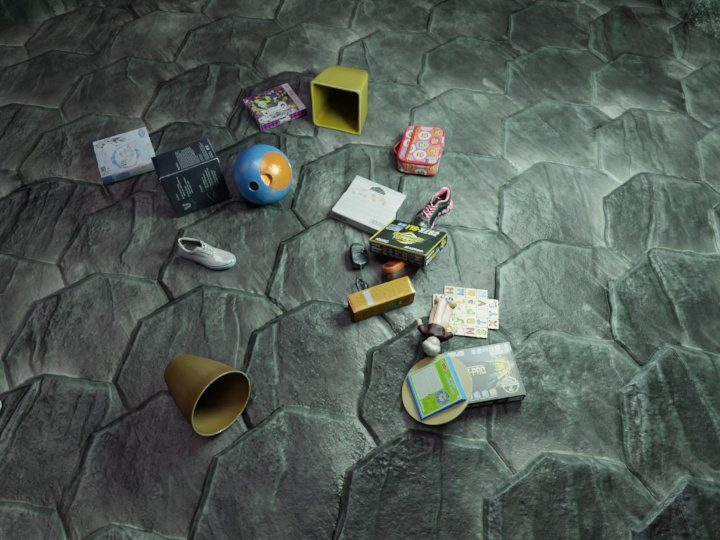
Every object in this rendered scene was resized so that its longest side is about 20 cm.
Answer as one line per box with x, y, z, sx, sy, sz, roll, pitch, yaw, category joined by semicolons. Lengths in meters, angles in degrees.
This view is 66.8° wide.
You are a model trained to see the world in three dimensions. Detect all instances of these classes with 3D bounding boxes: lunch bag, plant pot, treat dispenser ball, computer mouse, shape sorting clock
0.210;-0.440;1.992;0.176;0.082;0.200;9;56;12;lunch bag
-0.432;0.309;1.469;0.200;0.187;0.186;26;60;33;plant pot
-0.331;-0.324;1.850;0.200;0.201;0.201;-1;57;1;treat dispenser ball
-0.059;-0.672;2.084;0.195;0.194;0.200;16;54;11;plant pot
0.000;0.000;1.739;0.059;0.034;0.200;1;61;-18;computer mouse
0.208;0.322;1.484;0.200;0.039;0.200;-19;50;24;shape sorting clock

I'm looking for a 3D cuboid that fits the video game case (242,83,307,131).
-0.339;-0.648;2.159;0.200;0.036;0.181;-25;59;-14;video game case

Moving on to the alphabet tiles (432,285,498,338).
0.318;0.124;1.661;0.200;0.006;0.167;6;58;5;alphabet tiles

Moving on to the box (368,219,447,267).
0.152;-0.090;1.726;0.200;0.049;0.160;18;36;28;box

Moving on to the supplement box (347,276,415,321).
0.064;0.086;1.656;0.200;0.067;0.069;-20;59;-11;supplement box

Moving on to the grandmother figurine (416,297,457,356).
0.219;0.165;1.580;0.121;0.061;0.200;7;44;16;grandmother figurine

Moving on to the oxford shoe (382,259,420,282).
0.155;-0.014;1.730;0.200;0.073;0.071;-24;21;-28;oxford shoe

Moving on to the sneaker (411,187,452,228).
0.237;-0.206;1.826;0.079;0.095;0.200;35;66;20;sneaker

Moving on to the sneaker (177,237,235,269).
-0.500;-0.056;1.755;0.200;0.071;0.073;12;58;9;sneaker

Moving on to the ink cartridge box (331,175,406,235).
0.031;-0.219;1.867;0.200;0.045;0.176;25;62;16;ink cartridge box

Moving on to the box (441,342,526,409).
0.340;0.295;1.524;0.200;0.049;0.161;-8;55;-2;box

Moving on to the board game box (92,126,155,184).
-0.868;-0.427;2.021;0.199;0.043;0.200;-21;59;-12;board game box

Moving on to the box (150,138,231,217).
-0.569;-0.313;1.849;0.200;0.197;0.118;-24;59;-13;box
